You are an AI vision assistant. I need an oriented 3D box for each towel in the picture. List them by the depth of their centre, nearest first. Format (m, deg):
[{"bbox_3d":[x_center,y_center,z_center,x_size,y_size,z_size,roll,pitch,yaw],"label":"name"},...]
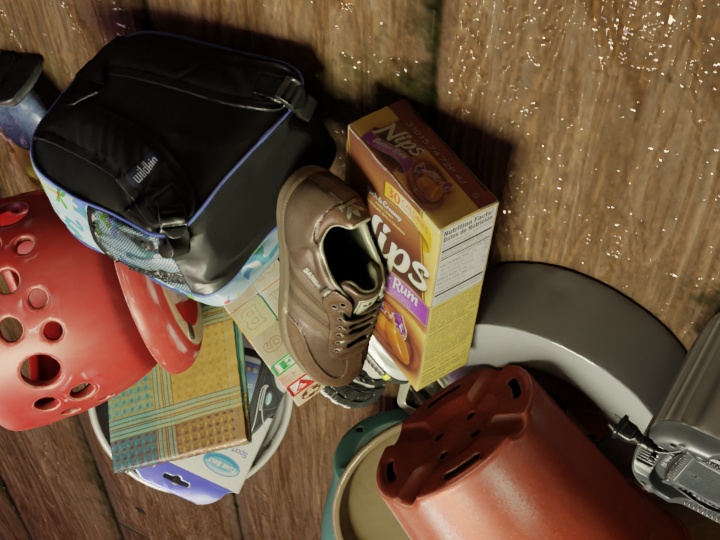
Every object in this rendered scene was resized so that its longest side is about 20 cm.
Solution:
[{"bbox_3d":[-0.171,0.074,1.474,0.146,0.201,0.022,-15,161,21],"label":"towel"}]

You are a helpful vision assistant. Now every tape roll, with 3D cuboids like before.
[{"bbox_3d":[0.165,0.082,1.293,0.199,0.066,0.201,26,154,13],"label":"tape roll"}]

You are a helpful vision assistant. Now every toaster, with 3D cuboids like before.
[{"bbox_3d":[0.285,0.115,1.142,0.199,0.129,0.114,28,153,8],"label":"toaster"}]

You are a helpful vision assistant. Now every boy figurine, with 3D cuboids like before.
[{"bbox_3d":[-0.268,-0.103,1.454,0.124,0.065,0.200,9,147,40],"label":"boy figurine"}]

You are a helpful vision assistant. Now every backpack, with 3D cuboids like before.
[{"bbox_3d":[-0.139,-0.077,1.222,0.199,0.183,0.147,23,153,32],"label":"backpack"}]

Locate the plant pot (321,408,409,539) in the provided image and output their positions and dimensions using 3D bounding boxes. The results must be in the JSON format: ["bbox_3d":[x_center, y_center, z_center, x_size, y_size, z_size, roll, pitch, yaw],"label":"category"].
[{"bbox_3d":[0.050,0.245,1.582,0.199,0.200,0.189,17,135,28],"label":"plant pot"}]

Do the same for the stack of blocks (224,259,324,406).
[{"bbox_3d":[-0.094,0.006,1.347,0.200,0.058,0.115,53,176,22],"label":"stack of blocks"}]

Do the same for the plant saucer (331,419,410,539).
[{"bbox_3d":[0.072,0.209,1.453,0.200,0.200,0.030,44,-166,-23],"label":"plant saucer"}]

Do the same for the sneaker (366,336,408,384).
[{"bbox_3d":[0.000,0.000,1.350,0.076,0.075,0.200,-38,103,24],"label":"sneaker"}]

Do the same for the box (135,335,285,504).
[{"bbox_3d":[-0.137,0.115,1.515,0.119,0.201,0.041,26,175,-9],"label":"box"}]

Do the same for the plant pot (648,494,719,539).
[{"bbox_3d":[0.264,0.249,1.393,0.201,0.200,0.093,107,144,-63],"label":"plant pot"}]

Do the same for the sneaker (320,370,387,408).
[{"bbox_3d":[-0.058,0.043,1.469,0.200,0.074,0.079,50,179,-17],"label":"sneaker"}]

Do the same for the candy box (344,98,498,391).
[{"bbox_3d":[0.037,-0.016,1.198,0.117,0.056,0.201,50,153,29],"label":"candy box"}]

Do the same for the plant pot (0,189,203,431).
[{"bbox_3d":[-0.245,0.019,1.395,0.182,0.201,0.201,-19,138,6],"label":"plant pot"}]

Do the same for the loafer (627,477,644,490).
[{"bbox_3d":[0.209,0.182,1.441,0.072,0.063,0.200,65,152,9],"label":"loafer"}]

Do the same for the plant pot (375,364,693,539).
[{"bbox_3d":[0.126,0.193,1.257,0.200,0.201,0.196,-8,125,53],"label":"plant pot"}]

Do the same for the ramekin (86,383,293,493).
[{"bbox_3d":[-0.170,0.116,1.581,0.200,0.201,0.105,36,171,-8],"label":"ramekin"}]

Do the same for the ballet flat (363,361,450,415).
[{"bbox_3d":[0.042,0.084,1.433,0.200,0.070,0.069,44,152,-21],"label":"ballet flat"}]

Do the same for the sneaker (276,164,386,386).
[{"bbox_3d":[-0.018,0.020,1.195,0.075,0.070,0.201,35,147,42],"label":"sneaker"}]
